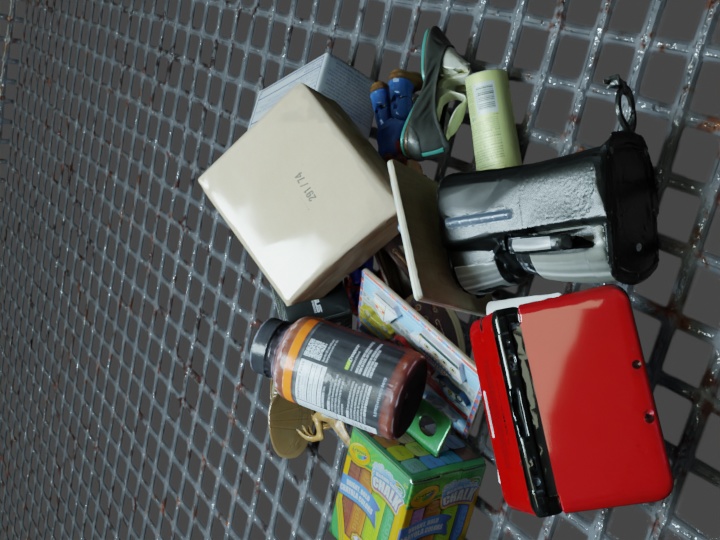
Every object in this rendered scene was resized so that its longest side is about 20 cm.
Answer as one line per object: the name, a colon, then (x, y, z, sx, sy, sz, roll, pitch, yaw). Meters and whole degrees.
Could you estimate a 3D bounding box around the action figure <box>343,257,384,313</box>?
action figure: (0.000, 0.000, 1.145, 0.052, 0.065, 0.201, 38, 148, 47)

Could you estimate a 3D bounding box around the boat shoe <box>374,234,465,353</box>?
boat shoe: (0.067, 0.048, 1.067, 0.072, 0.072, 0.201, -29, 75, 48)

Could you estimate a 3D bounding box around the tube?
tube: (0.160, -0.131, 0.998, 0.058, 0.052, 0.201, 63, -161, -85)

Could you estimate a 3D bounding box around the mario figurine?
mario figurine: (0.060, -0.153, 1.122, 0.124, 0.105, 0.201, 100, 171, -73)

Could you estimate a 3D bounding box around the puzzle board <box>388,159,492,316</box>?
puzzle board: (0.091, -0.028, 0.954, 0.017, 0.200, 0.151, -19, 73, 26)

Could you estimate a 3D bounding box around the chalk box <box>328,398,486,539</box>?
chalk box: (0.060, 0.258, 1.039, 0.125, 0.124, 0.201, 33, 118, 47)

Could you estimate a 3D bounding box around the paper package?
paper package: (-0.061, -0.089, 1.029, 0.190, 0.103, 0.200, -40, 78, 15)

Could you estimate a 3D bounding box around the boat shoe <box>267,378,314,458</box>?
boat shoe: (-0.108, 0.188, 1.324, 0.072, 0.072, 0.201, 97, 169, -82)

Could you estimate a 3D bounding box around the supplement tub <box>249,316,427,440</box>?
supplement tub: (-0.029, 0.118, 1.005, 0.199, 0.107, 0.107, 18, 105, 21)

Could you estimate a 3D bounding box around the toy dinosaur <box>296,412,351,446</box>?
toy dinosaur: (-0.039, 0.212, 1.231, 0.106, 0.060, 0.201, -50, 52, 37)

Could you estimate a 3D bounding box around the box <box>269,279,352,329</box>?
box: (-0.074, 0.034, 1.187, 0.200, 0.086, 0.164, 93, 160, -64)

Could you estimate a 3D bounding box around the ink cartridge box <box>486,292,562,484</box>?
ink cartridge box: (0.202, 0.127, 0.915, 0.116, 0.067, 0.201, -10, 83, 51)

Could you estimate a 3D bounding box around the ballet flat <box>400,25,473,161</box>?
ballet flat: (0.102, -0.216, 1.043, 0.068, 0.068, 0.201, 2, 63, 22)

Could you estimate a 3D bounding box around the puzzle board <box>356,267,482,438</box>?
puzzle board: (0.066, 0.103, 1.030, 0.200, 0.017, 0.151, 41, 152, 24)

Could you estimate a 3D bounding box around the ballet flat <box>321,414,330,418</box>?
ballet flat: (-0.052, 0.156, 1.147, 0.073, 0.200, 0.073, -31, 40, 30)

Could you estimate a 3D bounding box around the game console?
game console: (0.199, 0.131, 0.847, 0.172, 0.118, 0.201, 119, 141, -77)

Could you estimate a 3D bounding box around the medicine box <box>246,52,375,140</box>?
medicine box: (-0.082, -0.177, 1.216, 0.182, 0.103, 0.201, -12, 60, 52)

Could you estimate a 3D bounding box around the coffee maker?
coffee maker: (0.192, -0.073, 0.881, 0.199, 0.134, 0.193, -4, 68, 42)
